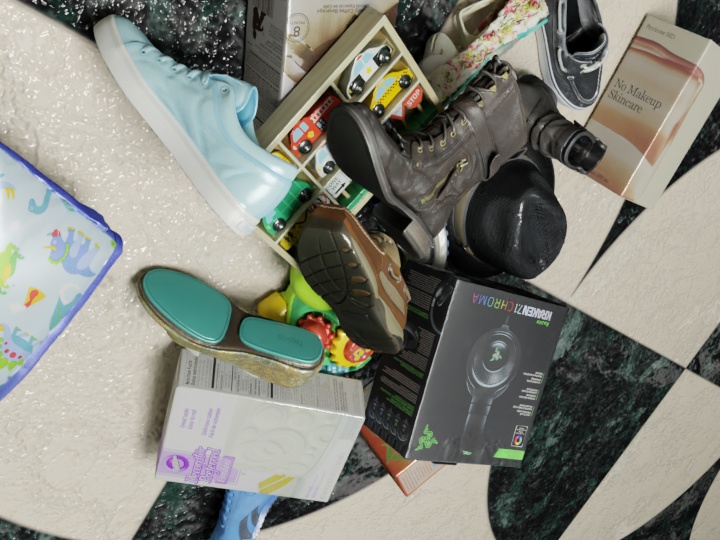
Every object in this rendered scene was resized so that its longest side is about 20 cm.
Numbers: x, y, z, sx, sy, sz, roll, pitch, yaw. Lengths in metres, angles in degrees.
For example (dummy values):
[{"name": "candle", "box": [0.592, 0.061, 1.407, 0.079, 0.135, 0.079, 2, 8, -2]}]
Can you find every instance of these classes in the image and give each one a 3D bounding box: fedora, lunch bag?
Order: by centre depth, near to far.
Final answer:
[{"name": "lunch bag", "box": [-0.304, -0.004, 0.584, 0.199, 0.128, 0.170, -39, 136, 6]}, {"name": "fedora", "box": [0.189, -0.059, 0.943, 0.197, 0.092, 0.204, -20, 130, -25]}]

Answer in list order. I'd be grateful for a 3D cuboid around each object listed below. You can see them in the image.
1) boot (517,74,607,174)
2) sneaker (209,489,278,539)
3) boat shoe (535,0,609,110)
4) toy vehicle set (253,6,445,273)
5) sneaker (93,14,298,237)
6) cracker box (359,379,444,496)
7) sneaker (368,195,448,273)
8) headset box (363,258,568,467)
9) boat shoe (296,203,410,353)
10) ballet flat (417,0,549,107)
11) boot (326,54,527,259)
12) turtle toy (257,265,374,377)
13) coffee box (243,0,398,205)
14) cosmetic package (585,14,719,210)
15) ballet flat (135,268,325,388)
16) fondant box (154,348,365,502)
[{"name": "boot", "box": [0.202, -0.147, 0.830, 0.199, 0.131, 0.071, -17, 141, -58]}, {"name": "sneaker", "box": [-0.143, 0.270, 0.951, 0.078, 0.066, 0.202, 29, 100, -33]}, {"name": "boat shoe", "box": [0.242, -0.249, 0.867, 0.071, 0.068, 0.201, -38, 136, -7]}, {"name": "toy vehicle set", "box": [-0.023, -0.106, 0.680, 0.201, 0.026, 0.124, -48, 137, 1]}, {"name": "sneaker", "box": [-0.121, -0.128, 0.606, 0.081, 0.201, 0.074, -38, 178, 2]}, {"name": "cracker box", "box": [0.093, 0.168, 1.002, 0.198, 0.134, 0.058, -36, 135, -10]}, {"name": "sneaker", "box": [0.046, -0.065, 0.858, 0.083, 0.077, 0.204, -12, 120, -17]}, {"name": "headset box", "box": [0.112, 0.111, 0.856, 0.171, 0.092, 0.205, 14, 96, -34]}, {"name": "boat shoe", "box": [0.000, 0.000, 0.725, 0.075, 0.074, 0.201, -65, 153, -26]}, {"name": "ballet flat", "box": [0.105, -0.225, 0.795, 0.199, 0.075, 0.064, -42, 105, -12]}, {"name": "boot", "box": [0.069, -0.123, 0.684, 0.174, 0.069, 0.201, -47, 142, -8]}, {"name": "turtle toy", "box": [-0.029, 0.042, 0.843, 0.144, 0.101, 0.202, -34, 135, -12]}, {"name": "coffee box", "box": [-0.042, -0.159, 0.706, 0.111, 0.080, 0.204, -13, 127, -31]}, {"name": "cosmetic package", "box": [0.358, -0.193, 0.973, 0.086, 0.103, 0.203, 11, 112, -42]}, {"name": "ballet flat", "box": [-0.131, 0.065, 0.771, 0.196, 0.071, 0.072, 23, 109, -11]}, {"name": "fondant box", "box": [-0.109, 0.169, 0.836, 0.195, 0.059, 0.146, 12, 125, -14]}]
